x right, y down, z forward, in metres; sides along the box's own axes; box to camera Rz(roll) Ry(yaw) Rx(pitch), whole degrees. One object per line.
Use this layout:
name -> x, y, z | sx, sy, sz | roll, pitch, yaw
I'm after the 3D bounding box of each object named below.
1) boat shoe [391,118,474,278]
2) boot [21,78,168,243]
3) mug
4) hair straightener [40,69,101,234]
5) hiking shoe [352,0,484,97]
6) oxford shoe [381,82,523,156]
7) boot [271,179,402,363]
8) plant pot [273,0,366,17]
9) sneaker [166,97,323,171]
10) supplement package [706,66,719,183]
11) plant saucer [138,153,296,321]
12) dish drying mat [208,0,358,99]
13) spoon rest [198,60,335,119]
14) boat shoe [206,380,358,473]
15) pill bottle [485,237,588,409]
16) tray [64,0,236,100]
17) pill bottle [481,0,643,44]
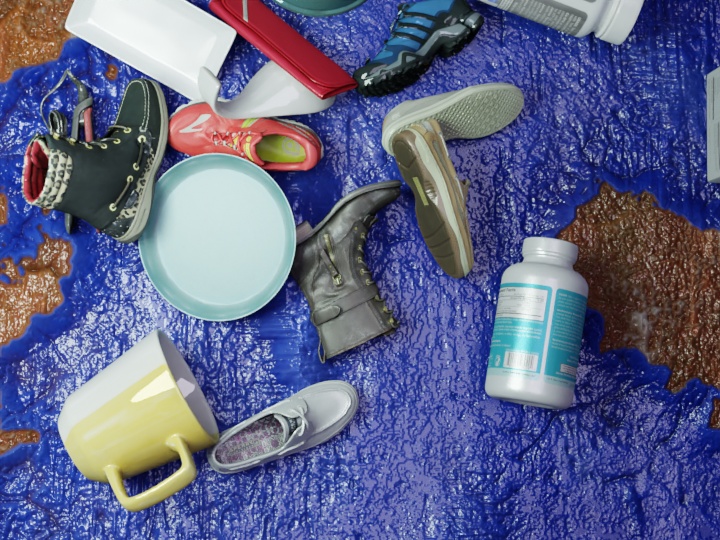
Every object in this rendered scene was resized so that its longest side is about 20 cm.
boat shoe -> 0.110, -0.091, 1.461 | 0.076, 0.071, 0.202 | -30, 112, -27
boot -> -0.309, -0.148, 1.379 | 0.153, 0.073, 0.206 | 19, 74, -47
mug -> -0.263, 0.173, 1.345 | 0.152, 0.187, 0.151 | -28, 103, -2
hair straightener -> -0.359, -0.143, 1.429 | 0.076, 0.041, 0.203 | -5, 89, -8
hiking shoe -> 0.060, -0.293, 1.498 | 0.199, 0.074, 0.087 | -34, 81, -20
oxford shoe -> 0.114, -0.200, 1.495 | 0.198, 0.058, 0.076 | -19, 127, -11
boot -> 0.000, 0.000, 1.455 | 0.199, 0.069, 0.175 | -31, 89, 0
plant pot -> -0.045, -0.440, 1.432 | 0.197, 0.196, 0.203 | 1, 83, -7
sneaker -> -0.141, -0.162, 1.431 | 0.197, 0.085, 0.078 | 6, 107, -6
supplement package -> 0.550, -0.199, 1.482 | 0.150, 0.200, 0.153 | 2, 83, -8
plant saucer -> -0.172, -0.040, 1.426 | 0.197, 0.027, 0.203 | 1, 94, 10
dish drying mat -> -0.095, -0.282, 1.450 | 0.200, 0.018, 0.077 | 41, 38, 17
spoon rest -> -0.115, -0.222, 1.432 | 0.199, 0.061, 0.100 | -13, 52, -42
boat shoe -> -0.092, 0.188, 1.414 | 0.198, 0.069, 0.073 | -17, 86, -9
pill bottle -> 0.222, 0.065, 1.451 | 0.109, 0.111, 0.203 | 11, 82, -6
tray -> -0.259, -0.301, 1.457 | 0.198, 0.022, 0.108 | 29, 110, -3
pill bottle -> 0.259, -0.369, 1.507 | 0.198, 0.114, 0.115 | 20, 81, -5
